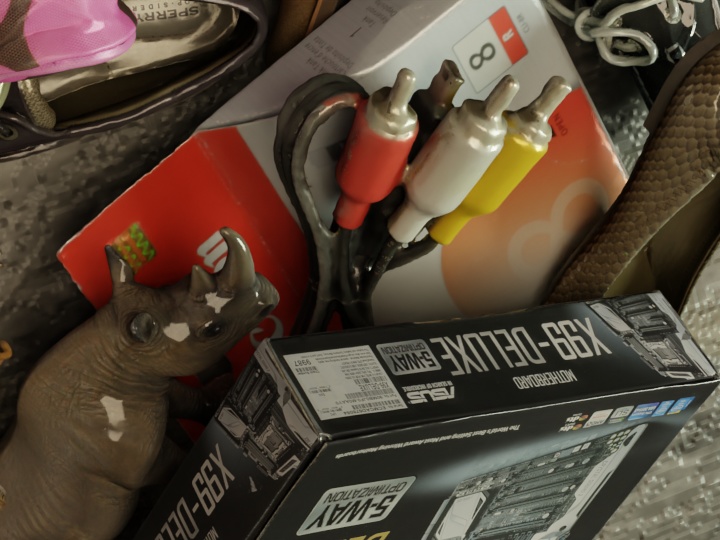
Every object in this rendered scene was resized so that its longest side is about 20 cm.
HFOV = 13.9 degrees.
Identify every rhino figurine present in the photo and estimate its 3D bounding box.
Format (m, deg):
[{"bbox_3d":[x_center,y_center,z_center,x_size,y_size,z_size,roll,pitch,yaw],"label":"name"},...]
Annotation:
[{"bbox_3d":[-0.089,0.057,1.094,0.087,0.060,0.200,12,130,-26],"label":"rhino figurine"}]

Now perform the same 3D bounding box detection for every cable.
[{"bbox_3d":[0.000,0.000,1.085,0.097,0.050,0.200,4,126,-29],"label":"cable"}]

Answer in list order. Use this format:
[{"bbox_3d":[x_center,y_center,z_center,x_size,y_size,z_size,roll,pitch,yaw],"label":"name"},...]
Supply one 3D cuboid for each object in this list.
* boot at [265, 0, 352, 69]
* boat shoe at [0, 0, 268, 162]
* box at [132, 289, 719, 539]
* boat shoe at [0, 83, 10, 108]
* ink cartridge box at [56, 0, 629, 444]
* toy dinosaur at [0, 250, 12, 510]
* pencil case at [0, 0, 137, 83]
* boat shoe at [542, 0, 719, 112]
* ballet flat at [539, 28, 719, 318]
[{"bbox_3d":[-0.013,-0.164,1.120,0.075,0.074,0.200,17,102,7],"label":"boot"},{"bbox_3d":[-0.129,-0.076,1.083,0.200,0.065,0.072,-16,110,-15],"label":"boat shoe"},{"bbox_3d":[0.017,0.083,1.106,0.200,0.050,0.158,-6,142,-41],"label":"box"},{"bbox_3d":[-0.222,-0.077,1.017,0.201,0.066,0.072,5,82,-3],"label":"boat shoe"},{"bbox_3d":[0.003,-0.014,1.126,0.200,0.050,0.162,-42,134,-11],"label":"ink cartridge box"},{"bbox_3d":[-0.188,0.003,1.052,0.200,0.060,0.106,46,71,2],"label":"toy dinosaur"},{"bbox_3d":[-0.130,-0.162,0.975,0.091,0.094,0.200,-13,101,-15],"label":"pencil case"},{"bbox_3d":[0.111,-0.112,1.159,0.068,0.074,0.199,-18,107,-21],"label":"boat shoe"},{"bbox_3d":[0.118,-0.006,1.147,0.067,0.046,0.200,-14,140,-42],"label":"ballet flat"}]
